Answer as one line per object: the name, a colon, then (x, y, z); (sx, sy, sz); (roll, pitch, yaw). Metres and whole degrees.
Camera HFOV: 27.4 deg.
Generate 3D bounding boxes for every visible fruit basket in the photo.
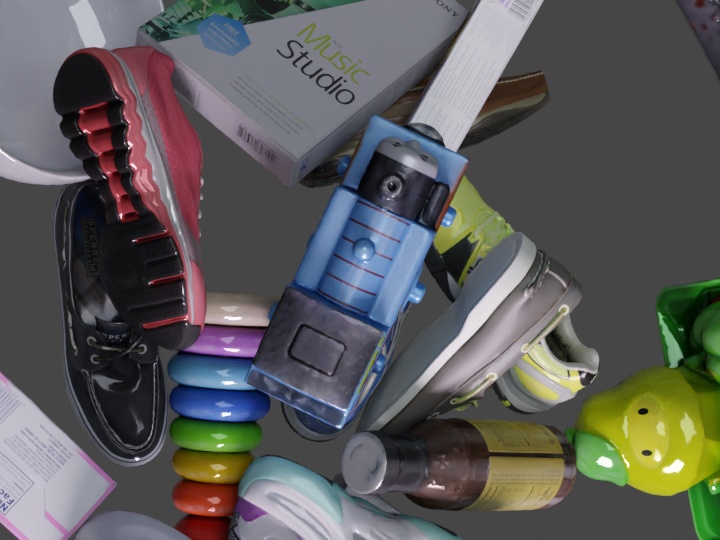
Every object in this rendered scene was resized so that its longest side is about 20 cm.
fruit basket: (0.261, 0.107, 1.072); (0.215, 0.155, 0.217); (6, 79, -32)

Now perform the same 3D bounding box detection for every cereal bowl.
cereal bowl: (-0.223, -0.151, 0.967); (0.200, 0.083, 0.201); (15, 70, -47)

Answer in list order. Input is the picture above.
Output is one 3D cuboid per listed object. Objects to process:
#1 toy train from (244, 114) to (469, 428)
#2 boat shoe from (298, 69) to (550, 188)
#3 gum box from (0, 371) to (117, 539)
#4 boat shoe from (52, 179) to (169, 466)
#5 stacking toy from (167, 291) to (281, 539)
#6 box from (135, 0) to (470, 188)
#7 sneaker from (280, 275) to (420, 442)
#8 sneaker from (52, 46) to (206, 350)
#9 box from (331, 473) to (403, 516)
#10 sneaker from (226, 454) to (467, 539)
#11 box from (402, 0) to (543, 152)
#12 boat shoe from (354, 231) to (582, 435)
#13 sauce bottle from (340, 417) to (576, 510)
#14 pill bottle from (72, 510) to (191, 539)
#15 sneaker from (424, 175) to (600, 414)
toy train: (0.000, 0.000, 0.926); (0.086, 0.114, 0.201); (26, 96, 1)
boat shoe: (0.039, -0.119, 1.062); (0.199, 0.076, 0.074); (-17, 86, -17)
gum box: (-0.247, 0.092, 0.928); (0.066, 0.113, 0.200); (-47, 105, -15)
boat shoe: (-0.166, 0.032, 0.993); (0.070, 0.066, 0.201); (-6, 86, -16)
stacking toy: (-0.095, 0.115, 1.003); (0.085, 0.085, 0.201); (3, 89, -15)
box: (-0.035, -0.160, 1.012); (0.144, 0.036, 0.200); (39, 54, 12)
sneaker: (0.006, 0.024, 1.036); (0.075, 0.077, 0.201); (18, 79, -11)
sneaker: (-0.124, -0.050, 0.946); (0.087, 0.073, 0.201); (-28, 109, -49)
box: (0.020, 0.264, 1.031); (0.200, 0.048, 0.159); (39, 77, -9)
sneaker: (-0.006, 0.220, 0.970); (0.199, 0.078, 0.140); (24, 80, -2)
box: (0.061, -0.114, 1.007); (0.041, 0.039, 0.201); (30, 87, -5)
boat shoe: (0.069, 0.062, 1.009); (0.060, 0.072, 0.202); (33, 120, -13)
sauce bottle: (0.068, 0.131, 1.004); (0.199, 0.064, 0.065); (11, 80, -46)
pill bottle: (-0.171, 0.258, 0.927); (0.104, 0.104, 0.201); (28, 103, -11)
sneaker: (0.106, 0.004, 1.055); (0.201, 0.076, 0.075); (59, 41, -10)
